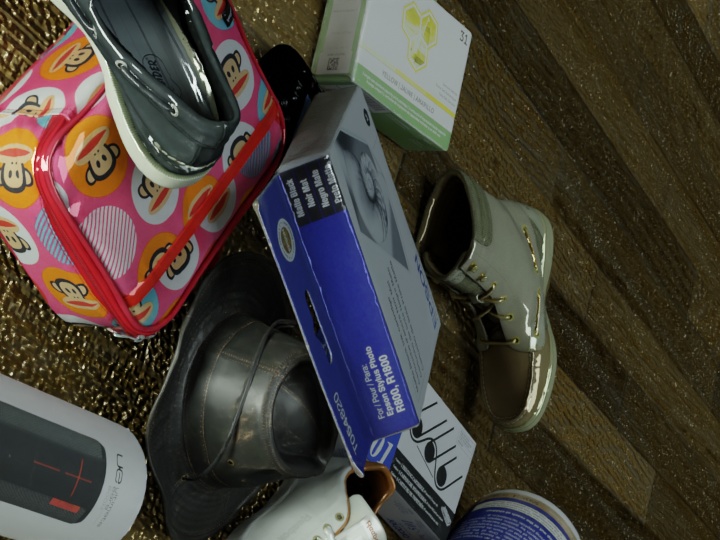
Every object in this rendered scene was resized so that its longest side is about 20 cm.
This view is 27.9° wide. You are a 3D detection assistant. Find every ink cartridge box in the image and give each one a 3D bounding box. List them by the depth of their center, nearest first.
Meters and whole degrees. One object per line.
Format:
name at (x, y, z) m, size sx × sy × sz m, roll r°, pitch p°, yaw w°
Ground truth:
ink cartridge box at (0.000, 0.000, 0.959) m, size 0.200 × 0.040 × 0.201 m, roll -70°, pitch 144°, yaw -63°
ink cartridge box at (0.021, 0.124, 1.120) m, size 0.200 × 0.044 × 0.095 m, roll 52°, pitch 48°, yaw -43°
ink cartridge box at (0.034, -0.212, 1.128) m, size 0.145 × 0.048 × 0.202 m, roll 28°, pitch 70°, yaw -52°

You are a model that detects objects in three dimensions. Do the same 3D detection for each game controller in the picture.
game controller at (-0.028, -0.065, 1.043) m, size 0.201 × 0.042 × 0.105 m, roll 56°, pitch 48°, yaw -42°

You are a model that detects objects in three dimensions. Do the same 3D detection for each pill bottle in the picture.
pill bottle at (0.097, 0.268, 1.160) m, size 0.200 × 0.115 × 0.117 m, roll -35°, pitch 119°, yaw -57°

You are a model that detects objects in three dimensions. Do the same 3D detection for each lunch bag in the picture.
lunch bag at (-0.128, -0.063, 0.868) m, size 0.201 × 0.081 × 0.177 m, roll -59°, pitch 140°, yaw -35°

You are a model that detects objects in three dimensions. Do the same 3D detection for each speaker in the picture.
speaker at (-0.202, 0.092, 0.758) m, size 0.200 × 0.081 × 0.082 m, roll 36°, pitch 62°, yaw -51°

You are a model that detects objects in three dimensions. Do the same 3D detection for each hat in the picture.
hat at (-0.058, 0.091, 0.932) m, size 0.200 × 0.080 × 0.203 m, roll 13°, pitch 90°, yaw -71°

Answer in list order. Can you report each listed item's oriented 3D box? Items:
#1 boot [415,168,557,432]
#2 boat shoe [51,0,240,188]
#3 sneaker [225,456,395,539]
boot at (0.104, 0.028, 1.218) m, size 0.154 × 0.071 × 0.202 m, roll 22°, pitch 68°, yaw -55°
boat shoe at (-0.120, -0.146, 0.768) m, size 0.074 × 0.066 × 0.201 m, roll -17°, pitch 83°, yaw -39°
sneaker at (-0.035, 0.190, 0.982) m, size 0.073 × 0.084 × 0.200 m, roll 67°, pitch 33°, yaw -25°
